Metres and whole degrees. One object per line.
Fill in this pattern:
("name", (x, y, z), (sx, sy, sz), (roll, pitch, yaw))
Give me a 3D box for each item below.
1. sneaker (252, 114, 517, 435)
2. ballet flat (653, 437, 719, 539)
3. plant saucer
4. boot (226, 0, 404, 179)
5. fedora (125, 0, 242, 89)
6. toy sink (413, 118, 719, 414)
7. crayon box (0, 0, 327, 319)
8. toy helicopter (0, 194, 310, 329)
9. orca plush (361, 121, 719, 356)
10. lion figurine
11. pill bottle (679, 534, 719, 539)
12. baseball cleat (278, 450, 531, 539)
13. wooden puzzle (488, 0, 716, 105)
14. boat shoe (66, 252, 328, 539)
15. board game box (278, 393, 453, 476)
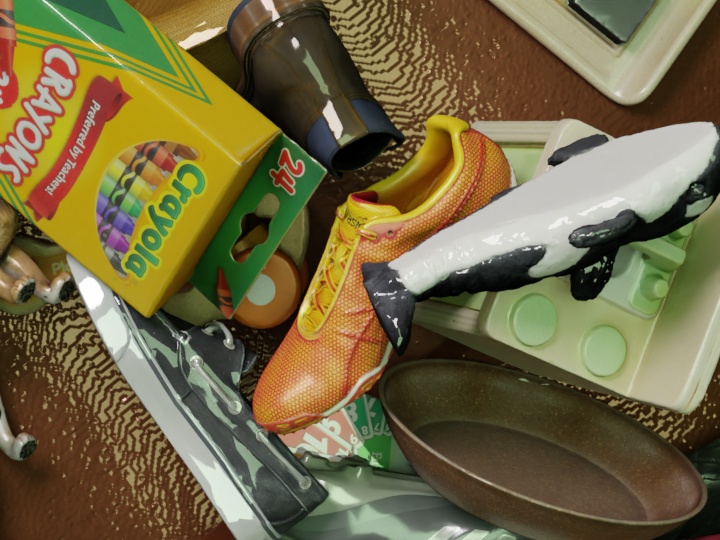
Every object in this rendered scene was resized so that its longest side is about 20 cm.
("sneaker", (0.000, 0.000, 1.083), (0.077, 0.073, 0.201), (39, 87, -34))
("ballet flat", (0.232, 0.125, 1.237), (0.199, 0.057, 0.067), (-29, 121, -3))
("plant saucer", (0.100, 0.110, 1.144), (0.198, 0.201, 0.037), (15, 108, -8))
("boot", (-0.022, -0.080, 1.112), (0.074, 0.200, 0.097), (-30, 72, -1))
("fedora", (-0.092, -0.157, 1.151), (0.200, 0.201, 0.082), (-33, 128, -7))
("toy sink", (0.119, -0.008, 1.130), (0.111, 0.200, 0.132), (23, 87, -21))
("crayon box", (-0.129, -0.066, 1.062), (0.199, 0.051, 0.127), (38, 127, 5))
("toy helicopter", (-0.128, -0.023, 1.169), (0.198, 0.079, 0.134), (-12, 97, 4))
("orca plush", (0.105, -0.005, 1.028), (0.199, 0.105, 0.072), (-31, 116, -8))
("lion figurine", (-0.231, 0.021, 1.139), (0.122, 0.072, 0.202), (30, 111, 24))
("pill bottle", (0.150, 0.210, 1.111), (0.198, 0.110, 0.111), (-9, 90, 4))
("baseball cleat", (0.045, 0.168, 1.174), (0.198, 0.070, 0.108), (12, 95, 3))
("wooden puzzle", (0.146, -0.232, 1.227), (0.199, 0.037, 0.186), (36, 85, -6))
("boat shoe", (-0.090, 0.060, 1.119), (0.067, 0.072, 0.201), (-34, 92, -1))
("board game box", (0.036, 0.138, 1.213), (0.198, 0.030, 0.096), (21, 87, -10))
